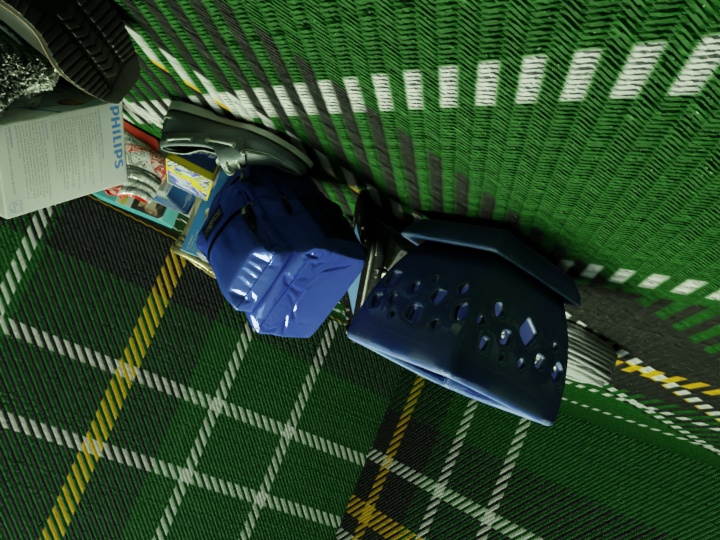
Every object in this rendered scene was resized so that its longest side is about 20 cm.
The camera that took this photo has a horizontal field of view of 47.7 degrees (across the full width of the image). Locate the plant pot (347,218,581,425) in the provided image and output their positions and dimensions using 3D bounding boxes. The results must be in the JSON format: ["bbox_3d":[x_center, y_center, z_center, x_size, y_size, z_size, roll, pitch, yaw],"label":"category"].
[{"bbox_3d":[0.136,0.052,0.981,0.199,0.182,0.199,29,170,-36],"label":"plant pot"}]

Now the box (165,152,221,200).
[{"bbox_3d":[-0.228,-0.151,1.135,0.069,0.065,0.200,25,173,-11],"label":"box"}]

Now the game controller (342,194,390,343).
[{"bbox_3d":[0.000,0.000,1.072,0.042,0.201,0.105,-7,-134,-19],"label":"game controller"}]

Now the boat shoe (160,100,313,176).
[{"bbox_3d":[-0.150,-0.141,0.969,0.198,0.062,0.073,22,172,15],"label":"boat shoe"}]

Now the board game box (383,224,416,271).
[{"bbox_3d":[0.094,0.000,1.141,0.199,0.034,0.135,28,-169,-31],"label":"board game box"}]

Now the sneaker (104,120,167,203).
[{"bbox_3d":[-0.391,-0.181,1.253,0.200,0.109,0.067,28,171,-28],"label":"sneaker"}]

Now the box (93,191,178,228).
[{"bbox_3d":[-0.464,-0.163,1.697,0.198,0.083,0.049,21,171,20],"label":"box"}]

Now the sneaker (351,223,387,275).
[{"bbox_3d":[0.027,-0.011,1.282,0.087,0.077,0.200,16,172,22],"label":"sneaker"}]

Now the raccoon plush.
[{"bbox_3d":[-0.411,-0.269,0.955,0.096,0.134,0.201,37,142,9],"label":"raccoon plush"}]

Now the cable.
[{"bbox_3d":[0.325,0.128,1.355,0.198,0.070,0.200,24,173,-3],"label":"cable"}]

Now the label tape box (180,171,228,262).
[{"bbox_3d":[-0.177,-0.071,1.217,0.198,0.145,0.066,21,172,20],"label":"label tape box"}]

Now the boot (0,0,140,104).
[{"bbox_3d":[-0.304,-0.244,0.749,0.137,0.078,0.200,23,160,40],"label":"boot"}]

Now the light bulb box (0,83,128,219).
[{"bbox_3d":[-0.459,-0.175,1.110,0.196,0.126,0.199,19,-151,29],"label":"light bulb box"}]

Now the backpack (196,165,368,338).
[{"bbox_3d":[-0.112,-0.045,1.009,0.167,0.163,0.201,17,-148,-47],"label":"backpack"}]

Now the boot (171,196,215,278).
[{"bbox_3d":[-0.207,-0.056,1.364,0.199,0.157,0.072,28,170,-39],"label":"boot"}]

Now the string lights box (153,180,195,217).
[{"bbox_3d":[-0.368,-0.161,1.503,0.102,0.060,0.200,23,172,6],"label":"string lights box"}]
